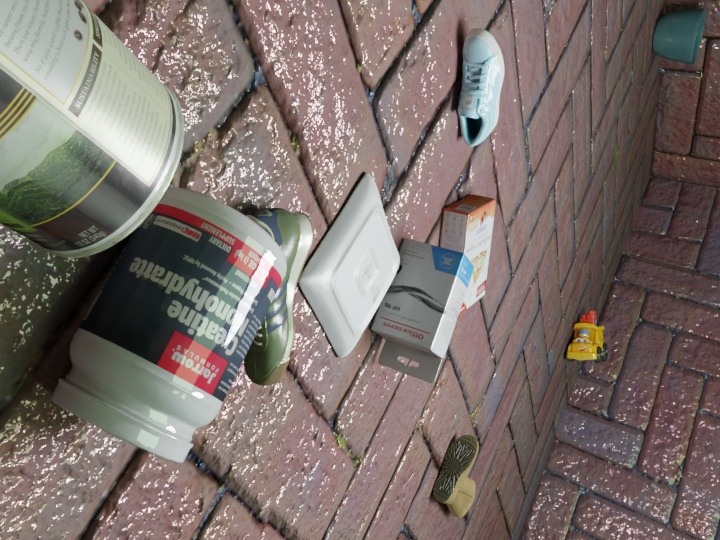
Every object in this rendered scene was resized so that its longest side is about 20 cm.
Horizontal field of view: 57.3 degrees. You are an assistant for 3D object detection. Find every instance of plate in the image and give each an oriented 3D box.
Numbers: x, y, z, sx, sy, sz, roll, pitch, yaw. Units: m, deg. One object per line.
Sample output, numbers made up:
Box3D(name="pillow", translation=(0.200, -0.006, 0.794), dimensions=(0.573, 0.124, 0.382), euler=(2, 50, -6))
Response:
Box3D(name="plate", translation=(0.000, 0.000, 0.955), dimensions=(0.202, 0.032, 0.202), euler=(-59, 148, -27))

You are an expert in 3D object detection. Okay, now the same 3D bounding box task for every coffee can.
Box3D(name="coffee can", translation=(-0.221, -0.116, 0.392), dimensions=(0.149, 0.143, 0.200), euler=(-66, 150, -14))

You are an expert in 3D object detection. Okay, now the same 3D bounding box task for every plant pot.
Box3D(name="plant pot", translation=(1.241, -0.920, 2.579), dimensions=(0.200, 0.158, 0.206), euler=(-35, 133, -49))

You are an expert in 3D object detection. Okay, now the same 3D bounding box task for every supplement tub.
Box3D(name="supplement tub", translation=(-0.162, 0.046, 0.579), dimensions=(0.204, 0.137, 0.141), euler=(-65, 149, -17))

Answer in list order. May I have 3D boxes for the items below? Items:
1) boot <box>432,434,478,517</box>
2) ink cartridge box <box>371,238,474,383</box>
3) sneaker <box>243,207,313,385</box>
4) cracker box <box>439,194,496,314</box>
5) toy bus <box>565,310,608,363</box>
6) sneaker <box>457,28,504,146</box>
Box3D(name="boot", translation=(0.247, 0.501, 1.601), dimensions=(0.177, 0.065, 0.200), euler=(-55, 146, -10))
Box3D(name="ink cartridge box", translation=(0.095, 0.064, 1.066), dimensions=(0.068, 0.114, 0.205), euler=(38, 70, -58))
Box3D(name="sneaker", translation=(-0.116, 0.028, 0.738), dimensions=(0.089, 0.066, 0.206), euler=(8, 96, -53))
Box3D(name="cracker box", translation=(0.202, -0.031, 1.271), dimensions=(0.133, 0.057, 0.206), euler=(-28, 128, -52))
Box3D(name="toy bus", translation=(0.870, 0.252, 2.528), dimensions=(0.198, 0.133, 0.198), euler=(2, 89, -58))
Box3D(name="sneaker", translation=(0.201, -0.303, 1.124), dimensions=(0.083, 0.072, 0.203), euler=(-55, 145, -36))
